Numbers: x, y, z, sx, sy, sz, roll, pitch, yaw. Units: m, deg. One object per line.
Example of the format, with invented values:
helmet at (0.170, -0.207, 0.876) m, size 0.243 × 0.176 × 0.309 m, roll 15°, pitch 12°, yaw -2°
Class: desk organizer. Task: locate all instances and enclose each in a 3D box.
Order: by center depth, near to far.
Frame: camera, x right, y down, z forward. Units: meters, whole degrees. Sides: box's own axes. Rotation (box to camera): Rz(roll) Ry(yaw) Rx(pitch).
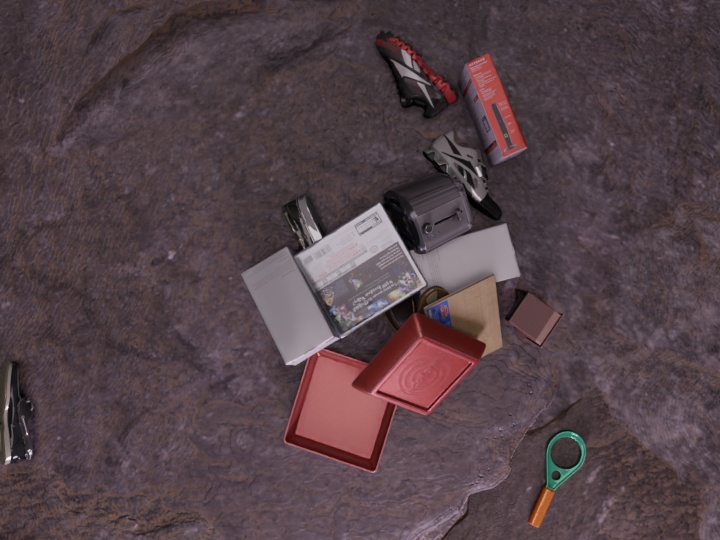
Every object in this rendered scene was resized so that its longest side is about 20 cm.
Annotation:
desk organizer at (0.316, 0.085, 1.663) m, size 0.076 × 0.200 × 0.072 m, roll 35°, pitch 92°, yaw 2°

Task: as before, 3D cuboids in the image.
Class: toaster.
toaster at (0.128, -0.114, 1.679) m, size 0.127 × 0.200 × 0.115 m, roll -22°, pitch 109°, yaw -9°

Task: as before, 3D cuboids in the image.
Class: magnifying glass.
magnifying glass at (0.386, 0.414, 1.761) m, size 0.078 × 0.022 × 0.203 m, roll 24°, pitch 93°, yaw 0°

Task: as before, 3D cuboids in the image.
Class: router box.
router box at (0.243, -0.293, 1.652) m, size 0.048 × 0.200 × 0.182 m, roll -22°, pitch 91°, yaw 3°

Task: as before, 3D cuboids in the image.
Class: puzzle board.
puzzle board at (0.197, 0.106, 1.683) m, size 0.149 × 0.017 × 0.202 m, roll -25°, pitch 133°, yaw -11°

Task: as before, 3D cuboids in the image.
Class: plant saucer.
plant saucer at (0.116, 0.189, 1.663) m, size 0.198 × 0.037 × 0.200 m, roll 25°, pitch 116°, yaw -34°
plant saucer at (-0.032, 0.273, 1.757) m, size 0.196 × 0.037 × 0.204 m, roll 18°, pitch 91°, yaw 1°

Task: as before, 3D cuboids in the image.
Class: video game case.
video game case at (0.000, 0.000, 1.680) m, size 0.198 × 0.023 × 0.184 m, roll -31°, pitch 92°, yaw 7°

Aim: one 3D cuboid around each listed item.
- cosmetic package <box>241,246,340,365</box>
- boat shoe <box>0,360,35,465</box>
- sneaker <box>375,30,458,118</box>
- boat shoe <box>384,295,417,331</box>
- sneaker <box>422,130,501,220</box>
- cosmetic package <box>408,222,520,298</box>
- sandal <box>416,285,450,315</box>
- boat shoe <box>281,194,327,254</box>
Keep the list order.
cosmetic package at (-0.134, 0.070, 1.712) m, size 0.111 × 0.081 × 0.203 m, roll -28°, pitch 82°, yaw 5°
boat shoe at (-0.687, 0.281, 1.765) m, size 0.067 × 0.071 × 0.204 m, roll 0°, pitch 84°, yaw -35°
sneaker at (0.093, -0.375, 1.716) m, size 0.200 × 0.071 × 0.098 m, roll 43°, pitch 90°, yaw -2°
boat shoe at (0.066, 0.031, 1.729) m, size 0.071 × 0.072 × 0.204 m, roll -14°, pitch 91°, yaw 2°
sneaker at (0.218, -0.189, 1.718) m, size 0.088 × 0.074 × 0.200 m, roll -42°, pitch 87°, yaw -2°
cosmetic package at (0.199, -0.015, 1.719) m, size 0.196 × 0.085 × 0.110 m, roll -14°, pitch 91°, yaw 1°
sandal at (0.152, 0.094, 1.698) m, size 0.080 × 0.201 × 0.054 m, roll -37°, pitch 48°, yaw -1°
boat shoe at (-0.093, -0.044, 1.736) m, size 0.063 × 0.071 × 0.203 m, roll -23°, pitch 90°, yaw 12°
